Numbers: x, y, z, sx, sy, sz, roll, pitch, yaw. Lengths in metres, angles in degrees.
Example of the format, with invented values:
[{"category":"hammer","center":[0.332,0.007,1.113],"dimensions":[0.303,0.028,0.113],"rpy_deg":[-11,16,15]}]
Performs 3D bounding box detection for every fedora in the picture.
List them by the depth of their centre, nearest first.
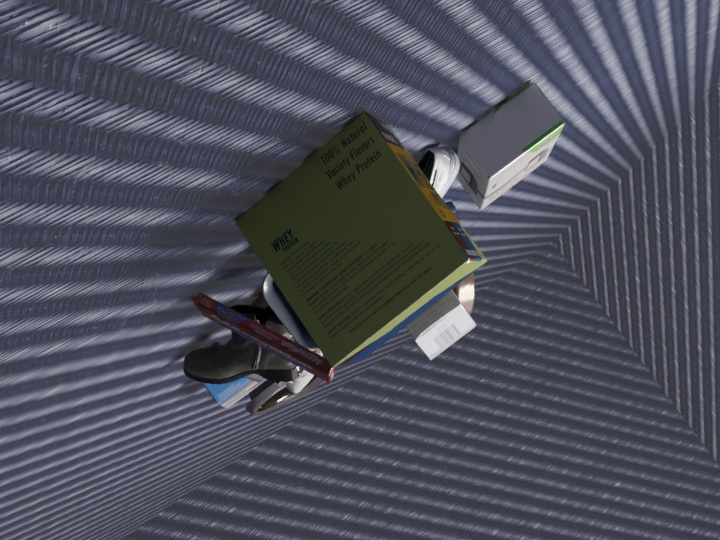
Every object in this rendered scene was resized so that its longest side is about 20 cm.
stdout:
[{"category":"fedora","center":[-0.164,0.215,2.070],"dimensions":[0.198,0.091,0.177],"rpy_deg":[-22,162,-35]}]

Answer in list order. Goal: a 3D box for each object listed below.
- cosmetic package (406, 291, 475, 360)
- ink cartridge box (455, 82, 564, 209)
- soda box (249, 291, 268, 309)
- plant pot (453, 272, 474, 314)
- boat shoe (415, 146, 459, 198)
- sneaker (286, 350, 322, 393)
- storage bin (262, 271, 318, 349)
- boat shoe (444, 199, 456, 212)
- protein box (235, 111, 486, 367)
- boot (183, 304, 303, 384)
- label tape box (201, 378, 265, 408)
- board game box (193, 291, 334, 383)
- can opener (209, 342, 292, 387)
[{"category":"cosmetic package","center":[0.104,0.044,1.708],"dimensions":[0.101,0.201,0.074],"rpy_deg":[-36,133,3]},{"category":"ink cartridge box","center":[0.227,-0.190,1.577],"dimensions":[0.145,0.085,0.200],"rpy_deg":[-36,171,-3]},{"category":"soda box","center":[-0.098,0.034,1.532],"dimensions":[0.068,0.064,0.200],"rpy_deg":[-24,165,-51]},{"category":"plant pot","center":[0.095,0.029,1.912],"dimensions":[0.172,0.203,0.200],"rpy_deg":[-11,159,-29]},{"category":"boat shoe","center":[0.072,-0.092,1.472],"dimensions":[0.066,0.073,0.203],"rpy_deg":[5,112,-51]},{"category":"sneaker","center":[-0.102,0.148,1.866],"dimensions":[0.100,0.077,0.201],"rpy_deg":[-67,175,35]},{"category":"storage bin","center":[-0.039,-0.018,1.346],"dimensions":[0.199,0.146,0.134],"rpy_deg":[-37,-162,0]},{"category":"boat shoe","center":[0.097,-0.048,1.827],"dimensions":[0.199,0.069,0.084],"rpy_deg":[-37,171,1]},{"category":"protein box","center":[0.004,-0.033,1.161],"dimensions":[0.198,0.201,0.135],"rpy_deg":[-38,170,12]},{"category":"boot","center":[-0.183,0.101,1.511],"dimensions":[0.196,0.068,0.132],"rpy_deg":[-2,131,11]},{"category":"label tape box","center":[-0.210,0.174,1.790],"dimensions":[0.143,0.064,0.200],"rpy_deg":[-36,171,-7]},{"category":"board game box","center":[-0.124,0.090,1.334],"dimensions":[0.020,0.198,0.103],"rpy_deg":[-61,175,-13]},{"category":"can opener","center":[-0.171,0.147,1.682],"dimensions":[0.067,0.053,0.199],"rpy_deg":[-57,145,3]}]
